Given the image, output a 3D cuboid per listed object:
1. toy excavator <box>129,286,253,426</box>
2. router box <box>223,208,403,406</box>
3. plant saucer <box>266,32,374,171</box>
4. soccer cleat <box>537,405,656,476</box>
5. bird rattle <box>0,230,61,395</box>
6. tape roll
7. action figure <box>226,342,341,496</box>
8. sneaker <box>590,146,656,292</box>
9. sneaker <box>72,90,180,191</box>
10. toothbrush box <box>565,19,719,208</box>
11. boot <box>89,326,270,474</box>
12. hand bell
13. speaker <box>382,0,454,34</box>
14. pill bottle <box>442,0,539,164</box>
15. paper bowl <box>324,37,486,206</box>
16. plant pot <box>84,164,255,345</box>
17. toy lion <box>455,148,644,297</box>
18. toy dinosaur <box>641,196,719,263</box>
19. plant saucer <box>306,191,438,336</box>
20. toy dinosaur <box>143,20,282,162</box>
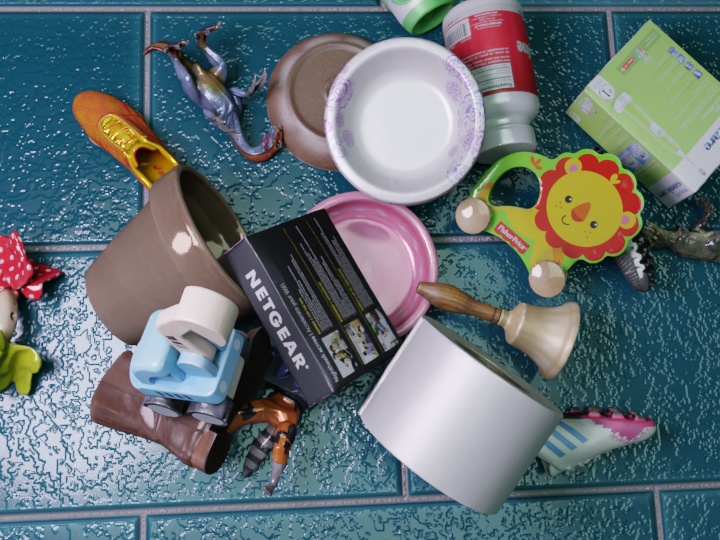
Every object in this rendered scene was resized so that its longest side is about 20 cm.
[{"bbox_3d":[-0.180,0.080,0.871,0.192,0.200,0.101,2,63,27],"label":"toy excavator"},{"bbox_3d":[-0.051,0.037,0.994,0.149,0.051,0.201,-24,82,-51],"label":"router box"},{"bbox_3d":[-0.030,-0.237,1.155,0.198,0.037,0.203,1,79,-3],"label":"plant saucer"},{"bbox_3d":[0.274,0.218,1.081,0.197,0.070,0.087,1,89,1],"label":"soccer cleat"},{"bbox_3d":[-0.467,0.054,1.038,0.161,0.113,0.202,-6,76,11],"label":"bird rattle"},{"bbox_3d":[0.116,0.166,0.991,0.202,0.203,0.140,34,94,2],"label":"tape roll"},{"bbox_3d":[-0.117,0.154,1.063,0.199,0.105,0.194,28,70,29],"label":"action figure"},{"bbox_3d":[0.321,-0.057,1.129,0.090,0.066,0.202,-27,88,32],"label":"sneaker"},{"bbox_3d":[-0.295,-0.169,1.102,0.200,0.077,0.073,40,81,5],"label":"sneaker"},{"bbox_3d":[0.408,-0.212,1.158,0.200,0.086,0.146,42,79,5],"label":"toothbrush box"},{"bbox_3d":[-0.223,0.126,1.025,0.198,0.064,0.188,18,75,28],"label":"boot"},{"bbox_3d":[0.165,0.054,1.074,0.198,0.104,0.105,21,78,-3],"label":"hand bell"},{"bbox_3d":[0.050,-0.431,1.174,0.088,0.088,0.201,-29,83,-9],"label":"speaker"},{"bbox_3d":[0.177,-0.252,1.135,0.111,0.112,0.202,-7,80,-6],"label":"pill bottle"},{"bbox_3d":[0.056,-0.183,1.074,0.198,0.104,0.203,0,93,2],"label":"paper bowl"},{"bbox_3d":[-0.234,-0.002,1.032,0.174,0.200,0.202,-30,82,9],"label":"plant pot"},{"bbox_3d":[0.251,-0.080,1.087,0.200,0.069,0.192,40,105,10],"label":"toy lion"},{"bbox_3d":[0.480,-0.046,1.152,0.198,0.047,0.089,20,95,1],"label":"toy dinosaur"},{"bbox_3d":[0.000,0.000,1.101,0.198,0.051,0.203,1,79,-8],"label":"plant saucer"},{"bbox_3d":[-0.181,-0.232,1.136,0.105,0.199,0.183,-34,119,-21],"label":"toy dinosaur"}]
